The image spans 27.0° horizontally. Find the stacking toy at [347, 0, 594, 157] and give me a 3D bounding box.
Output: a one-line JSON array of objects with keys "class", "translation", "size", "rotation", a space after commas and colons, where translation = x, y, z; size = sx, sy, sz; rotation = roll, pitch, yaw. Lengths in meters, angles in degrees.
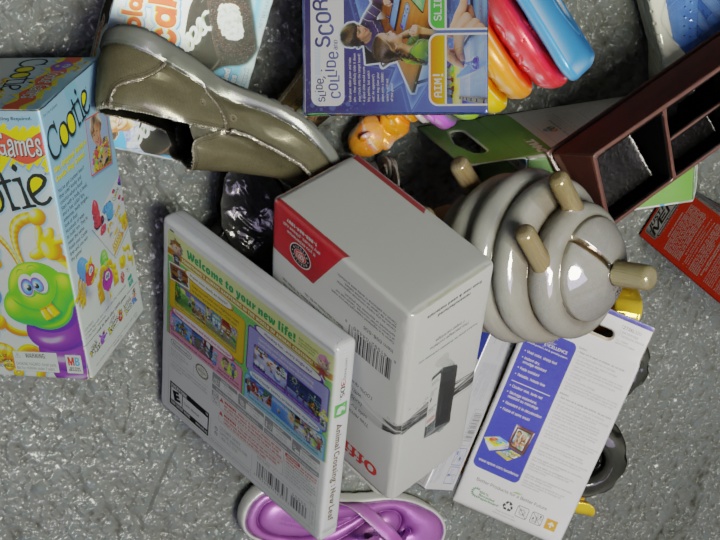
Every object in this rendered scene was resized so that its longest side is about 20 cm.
[{"class": "stacking toy", "translation": [0.069, -0.149, 1.147], "size": [0.199, 0.116, 0.110], "rotation": [-33, 93, 18]}]

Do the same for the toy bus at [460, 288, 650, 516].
[{"class": "toy bus", "translation": [0.131, 0.086, 1.263], "size": [0.190, 0.136, 0.202], "rotation": [10, 109, -6]}]

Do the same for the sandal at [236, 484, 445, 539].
[{"class": "sandal", "translation": [-0.013, 0.234, 1.313], "size": [0.201, 0.050, 0.083], "rotation": [12, 110, -24]}]

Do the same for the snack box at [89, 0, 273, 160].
[{"class": "snack box", "translation": [-0.129, -0.181, 1.086], "size": [0.115, 0.037, 0.202], "rotation": [10, 110, -22]}]

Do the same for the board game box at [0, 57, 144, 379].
[{"class": "board game box", "translation": [-0.233, -0.038, 1.059], "size": [0.102, 0.105, 0.202], "rotation": [2, 117, 15]}]

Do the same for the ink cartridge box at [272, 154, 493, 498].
[{"class": "ink cartridge box", "translation": [0.009, 0.044, 1.084], "size": [0.083, 0.144, 0.201], "rotation": [-30, 144, -31]}]

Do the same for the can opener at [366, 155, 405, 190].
[{"class": "can opener", "translation": [0.000, 0.000, 1.209], "size": [0.066, 0.053, 0.202], "rotation": [-1, 117, -17]}]

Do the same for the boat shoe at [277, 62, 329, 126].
[{"class": "boat shoe", "translation": [-0.007, -0.186, 1.119], "size": [0.076, 0.072, 0.200], "rotation": [43, 96, -4]}]

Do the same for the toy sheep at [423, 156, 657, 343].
[{"class": "toy sheep", "translation": [0.122, -0.011, 1.073], "size": [0.137, 0.199, 0.140], "rotation": [-16, 113, -41]}]

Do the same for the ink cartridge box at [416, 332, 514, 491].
[{"class": "ink cartridge box", "translation": [0.067, 0.065, 1.201], "size": [0.044, 0.094, 0.202], "rotation": [14, 101, -52]}]

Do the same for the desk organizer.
[{"class": "desk organizer", "translation": [0.246, -0.112, 1.116], "size": [0.199, 0.077, 0.072], "rotation": [-35, 104, -10]}]

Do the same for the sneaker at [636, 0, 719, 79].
[{"class": "sneaker", "translation": [0.284, -0.195, 1.202], "size": [0.110, 0.077, 0.202], "rotation": [-19, 113, 0]}]

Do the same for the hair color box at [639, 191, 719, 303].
[{"class": "hair color box", "translation": [0.326, 0.003, 1.238], "size": [0.101, 0.200, 0.062], "rotation": [24, 105, -27]}]

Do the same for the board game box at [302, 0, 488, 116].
[{"class": "board game box", "translation": [0.025, -0.211, 1.062], "size": [0.134, 0.034, 0.203], "rotation": [1, 94, 5]}]

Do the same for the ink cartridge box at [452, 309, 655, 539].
[{"class": "ink cartridge box", "translation": [0.152, 0.112, 1.188], "size": [0.094, 0.037, 0.202], "rotation": [23, 110, 5]}]

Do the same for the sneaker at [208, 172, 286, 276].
[{"class": "sneaker", "translation": [-0.058, -0.005, 1.180], "size": [0.104, 0.060, 0.200], "rotation": [-40, 117, 7]}]

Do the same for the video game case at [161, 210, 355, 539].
[{"class": "video game case", "translation": [-0.082, 0.077, 1.121], "size": [0.022, 0.199, 0.184], "rotation": [-24, 135, -36]}]

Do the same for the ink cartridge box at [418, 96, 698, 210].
[{"class": "ink cartridge box", "translation": [0.156, -0.086, 1.192], "size": [0.198, 0.104, 0.060], "rotation": [-9, 116, -15]}]

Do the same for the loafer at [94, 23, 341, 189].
[{"class": "loafer", "translation": [-0.105, -0.097, 1.062], "size": [0.199, 0.075, 0.070], "rotation": [28, 74, -18]}]
